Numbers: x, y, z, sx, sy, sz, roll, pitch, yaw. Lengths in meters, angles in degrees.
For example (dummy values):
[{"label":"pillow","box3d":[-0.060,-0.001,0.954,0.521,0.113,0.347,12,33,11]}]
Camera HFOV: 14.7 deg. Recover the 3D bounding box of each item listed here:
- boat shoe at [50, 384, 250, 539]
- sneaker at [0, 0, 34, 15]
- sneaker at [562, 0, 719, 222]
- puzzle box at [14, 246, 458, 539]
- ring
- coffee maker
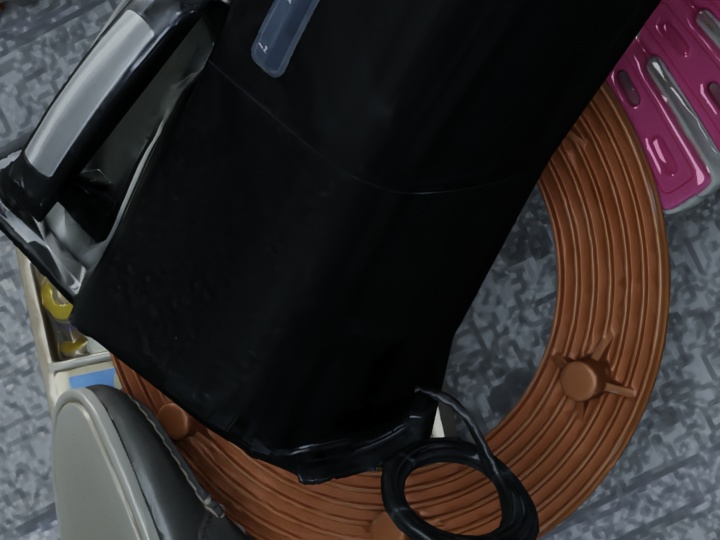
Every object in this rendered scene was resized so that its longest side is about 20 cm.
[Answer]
[{"label":"boat shoe","box3d":[-0.045,0.128,0.901,0.057,0.067,0.200,-18,87,-33]},{"label":"sneaker","box3d":[-0.088,-0.144,0.910,0.200,0.078,0.077,-21,82,12]},{"label":"sneaker","box3d":[0.145,-0.096,0.854,0.074,0.087,0.200,46,110,11]},{"label":"puzzle box","box3d":[-0.031,0.072,0.932,0.133,0.025,0.200,-13,90,11]},{"label":"ring","box3d":[0.000,0.000,0.875,0.200,0.019,0.201,4,99,26]},{"label":"coffee maker","box3d":[0.018,-0.053,0.779,0.192,0.135,0.200,32,119,1]}]
